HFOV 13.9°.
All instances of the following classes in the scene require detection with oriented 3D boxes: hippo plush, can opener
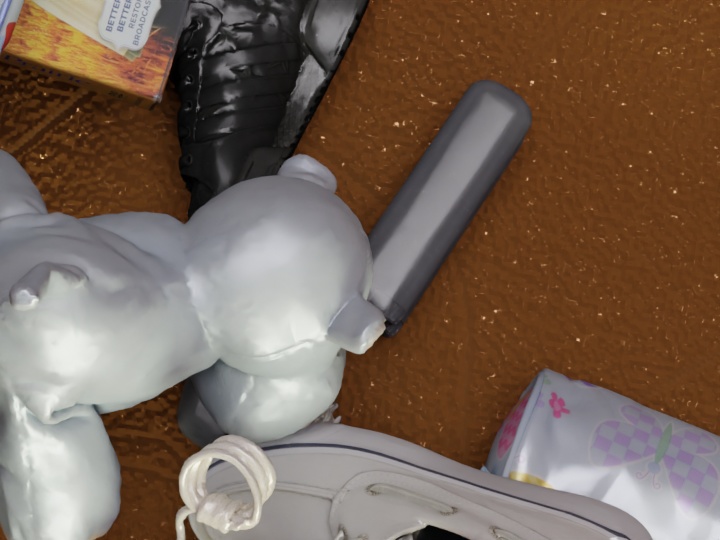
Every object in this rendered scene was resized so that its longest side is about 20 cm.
[{"bbox_3d":[-0.082,-0.001,1.162,0.160,0.200,0.160,-15,52,-17],"label":"hippo plush"},{"bbox_3d":[0.000,0.000,1.257,0.066,0.053,0.200,38,79,3],"label":"can opener"}]

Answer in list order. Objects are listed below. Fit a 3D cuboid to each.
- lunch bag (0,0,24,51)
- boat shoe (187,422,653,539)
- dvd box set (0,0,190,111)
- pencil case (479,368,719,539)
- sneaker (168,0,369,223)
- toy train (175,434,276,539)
[{"bbox_3d":[-0.192,-0.158,1.114,0.160,0.076,0.201,19,83,-8],"label":"lunch bag"},{"bbox_3d":[0.017,0.115,1.176,0.199,0.066,0.072,15,116,16],"label":"boat shoe"},{"bbox_3d":[-0.154,-0.163,1.176,0.199,0.029,0.147,18,82,-10],"label":"dvd box set"},{"bbox_3d":[0.143,0.116,1.233,0.199,0.083,0.091,25,46,0],"label":"pencil case"},{"bbox_3d":[-0.065,-0.093,1.266,0.104,0.060,0.200,27,74,-1],"label":"sneaker"},{"bbox_3d":[0.003,0.151,1.137,0.200,0.056,0.150,36,110,4],"label":"toy train"}]
